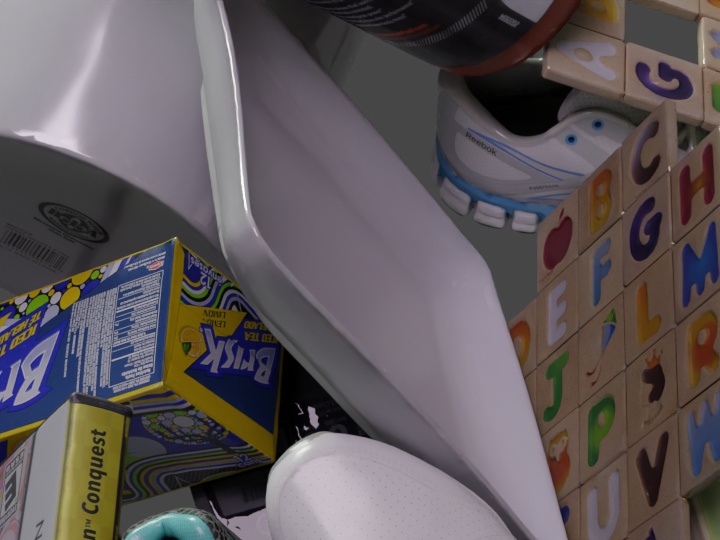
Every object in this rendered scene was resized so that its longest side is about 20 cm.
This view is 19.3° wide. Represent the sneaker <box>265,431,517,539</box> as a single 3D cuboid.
[{"bbox_3d":[0.039,0.127,0.659,0.070,0.080,0.200,-39,74,-2],"label":"sneaker"}]

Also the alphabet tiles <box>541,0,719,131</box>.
[{"bbox_3d":[0.158,-0.123,0.900,0.167,0.008,0.200,16,45,-9],"label":"alphabet tiles"}]

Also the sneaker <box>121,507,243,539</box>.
[{"bbox_3d":[-0.052,0.163,0.660,0.077,0.091,0.200,-16,53,11],"label":"sneaker"}]

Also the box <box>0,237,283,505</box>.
[{"bbox_3d":[-0.128,0.056,0.815,0.200,0.070,0.064,-18,52,31],"label":"box"}]

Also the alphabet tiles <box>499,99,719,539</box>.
[{"bbox_3d":[0.090,0.043,0.780,0.006,0.166,0.200,16,56,-19],"label":"alphabet tiles"}]

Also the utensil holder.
[{"bbox_3d":[-0.086,-0.095,0.890,0.170,0.170,0.200,11,62,18],"label":"utensil holder"}]

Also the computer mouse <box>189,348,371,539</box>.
[{"bbox_3d":[-0.016,0.121,0.811,0.138,0.053,0.200,-11,69,2],"label":"computer mouse"}]

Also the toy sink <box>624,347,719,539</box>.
[{"bbox_3d":[0.202,0.041,0.714,0.200,0.112,0.131,-43,47,37],"label":"toy sink"}]

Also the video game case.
[{"bbox_3d":[-0.140,0.162,0.736,0.025,0.200,0.181,19,54,-25],"label":"video game case"}]

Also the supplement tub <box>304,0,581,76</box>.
[{"bbox_3d":[-0.007,-0.151,0.786,0.107,0.200,0.107,-20,61,40],"label":"supplement tub"}]

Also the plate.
[{"bbox_3d":[0.000,0.000,0.774,0.032,0.200,0.200,-32,34,14],"label":"plate"}]

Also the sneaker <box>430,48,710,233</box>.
[{"bbox_3d":[0.120,-0.050,0.868,0.200,0.087,0.075,8,58,15],"label":"sneaker"}]
